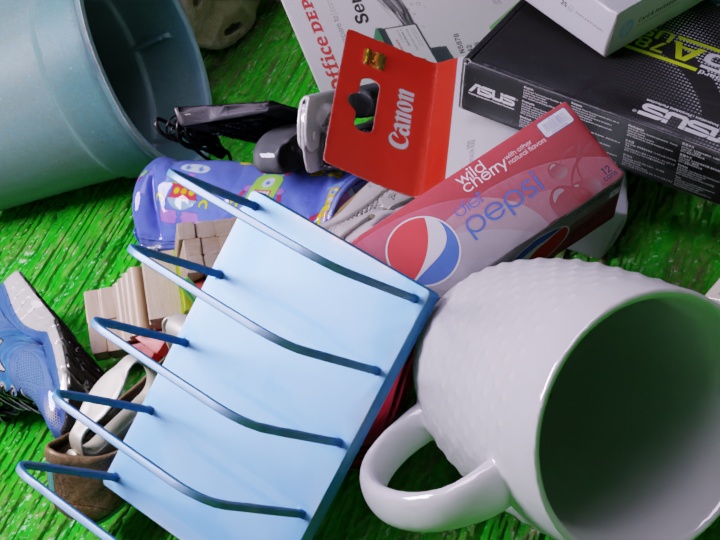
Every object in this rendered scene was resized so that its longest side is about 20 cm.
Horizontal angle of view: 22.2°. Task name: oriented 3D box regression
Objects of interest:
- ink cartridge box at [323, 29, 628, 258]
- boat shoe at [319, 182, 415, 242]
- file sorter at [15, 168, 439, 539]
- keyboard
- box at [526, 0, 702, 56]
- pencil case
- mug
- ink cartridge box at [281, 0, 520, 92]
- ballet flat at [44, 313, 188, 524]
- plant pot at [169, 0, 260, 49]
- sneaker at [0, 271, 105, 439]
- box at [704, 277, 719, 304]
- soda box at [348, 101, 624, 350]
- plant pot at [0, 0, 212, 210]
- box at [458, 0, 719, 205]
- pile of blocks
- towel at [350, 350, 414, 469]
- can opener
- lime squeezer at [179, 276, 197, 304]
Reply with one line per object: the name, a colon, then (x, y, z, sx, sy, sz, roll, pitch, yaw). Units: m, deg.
ink cartridge box: (0.082, -0.102, 1.240, 0.199, 0.047, 0.160, 19, 40, -9)
boat shoe: (0.000, 0.000, 1.188, 0.069, 0.071, 0.200, 6, 41, 40)
file sorter: (-0.080, 0.062, 1.024, 0.139, 0.123, 0.201, 30, 95, 30)
keyboard: (-0.080, -0.096, 1.346, 0.104, 0.040, 0.200, -3, -1, 14)
box: (0.148, -0.242, 1.277, 0.156, 0.041, 0.200, -31, 60, -34)
pencil case: (-0.075, -0.035, 1.303, 0.199, 0.078, 0.087, 5, 50, 33)
mug: (0.089, 0.078, 1.008, 0.200, 0.148, 0.175, -32, 24, -18)
ink cartridge box: (0.044, -0.221, 1.419, 0.199, 0.146, 0.085, -10, 39, 18)
ballet flat: (-0.123, 0.074, 1.158, 0.200, 0.073, 0.068, -40, 38, -23)
plant pot: (-0.184, -0.275, 1.598, 0.183, 0.201, 0.201, 18, 52, 28)
sneaker: (-0.228, 0.077, 1.261, 0.089, 0.079, 0.200, -41, 32, -6)
box: (0.292, -0.014, 1.084, 0.082, 0.069, 0.200, 20, 53, 43)
soda box: (0.062, -0.016, 1.120, 0.200, 0.070, 0.064, -32, 72, -11)
plant pot: (-0.250, -0.142, 1.455, 0.195, 0.201, 0.201, -19, 35, 18)
box: (0.197, -0.140, 1.243, 0.199, 0.048, 0.193, 23, 42, 21)
pile of blocks: (-0.120, 0.024, 1.240, 0.200, 0.082, 0.062, -30, 65, 51)
towel: (-0.053, 0.072, 1.205, 0.199, 0.023, 0.145, -2, 40, 27)
can opener: (-0.009, -0.108, 1.307, 0.066, 0.053, 0.200, 3, 13, 27)
lime squeezer: (-0.072, 0.101, 1.122, 0.070, 0.038, 0.201, -4, 73, -1)
